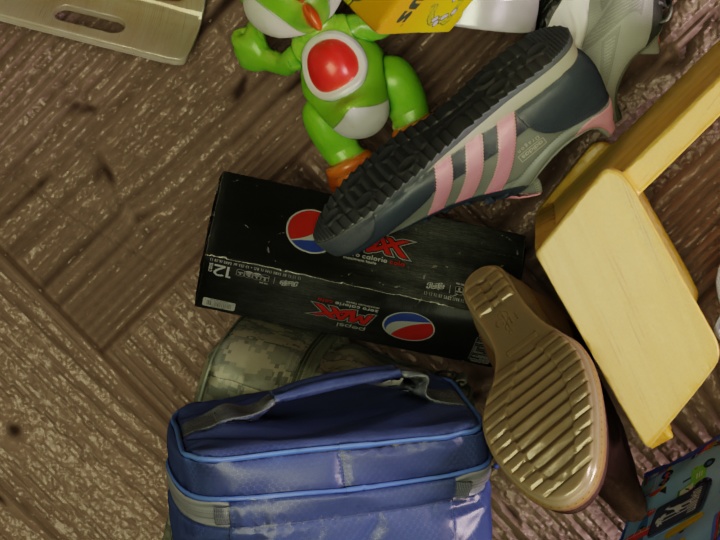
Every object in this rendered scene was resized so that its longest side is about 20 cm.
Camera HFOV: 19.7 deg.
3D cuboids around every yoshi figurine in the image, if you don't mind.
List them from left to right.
[{"bbox_3d":[-0.024,-0.149,1.322,0.112,0.112,0.200,-8,119,50],"label":"yoshi figurine"}]

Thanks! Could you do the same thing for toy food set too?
[{"bbox_3d":[-0.167,-0.236,1.303,0.143,0.060,0.200,15,125,8],"label":"toy food set"}]

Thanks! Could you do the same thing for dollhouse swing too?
[{"bbox_3d":[0.203,-0.025,1.241,0.176,0.200,0.182,-30,94,8],"label":"dollhouse swing"}]

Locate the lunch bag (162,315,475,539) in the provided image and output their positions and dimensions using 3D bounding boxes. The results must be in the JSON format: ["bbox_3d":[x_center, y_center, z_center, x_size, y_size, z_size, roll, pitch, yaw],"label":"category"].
[{"bbox_3d":[-0.026,0.142,1.334,0.168,0.139,0.200,16,102,8],"label":"lunch bag"}]

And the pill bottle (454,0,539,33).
[{"bbox_3d":[0.080,-0.249,1.264,0.112,0.112,0.200,10,101,7],"label":"pill bottle"}]

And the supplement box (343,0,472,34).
[{"bbox_3d":[-0.003,-0.241,1.181,0.200,0.110,0.109,47,113,13],"label":"supplement box"}]

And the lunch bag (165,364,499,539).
[{"bbox_3d":[-0.011,0.126,1.198,0.200,0.136,0.132,-7,104,-9],"label":"lunch bag"}]

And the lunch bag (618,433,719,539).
[{"bbox_3d":[0.233,0.153,1.231,0.200,0.151,0.094,-23,111,28],"label":"lunch bag"}]

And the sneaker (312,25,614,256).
[{"bbox_3d":[0.066,-0.058,1.261,0.200,0.070,0.082,-36,118,11],"label":"sneaker"}]

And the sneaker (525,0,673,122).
[{"bbox_3d":[0.163,-0.184,1.290,0.079,0.074,0.200,20,108,-5],"label":"sneaker"}]

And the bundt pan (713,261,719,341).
[{"bbox_3d":[0.319,0.012,1.283,0.202,0.076,0.202,3,106,9],"label":"bundt pan"}]

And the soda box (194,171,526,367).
[{"bbox_3d":[0.000,0.000,1.314,0.200,0.071,0.063,12,145,-4],"label":"soda box"}]

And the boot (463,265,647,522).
[{"bbox_3d":[0.132,0.098,1.208,0.072,0.200,0.166,-32,127,12],"label":"boot"}]
